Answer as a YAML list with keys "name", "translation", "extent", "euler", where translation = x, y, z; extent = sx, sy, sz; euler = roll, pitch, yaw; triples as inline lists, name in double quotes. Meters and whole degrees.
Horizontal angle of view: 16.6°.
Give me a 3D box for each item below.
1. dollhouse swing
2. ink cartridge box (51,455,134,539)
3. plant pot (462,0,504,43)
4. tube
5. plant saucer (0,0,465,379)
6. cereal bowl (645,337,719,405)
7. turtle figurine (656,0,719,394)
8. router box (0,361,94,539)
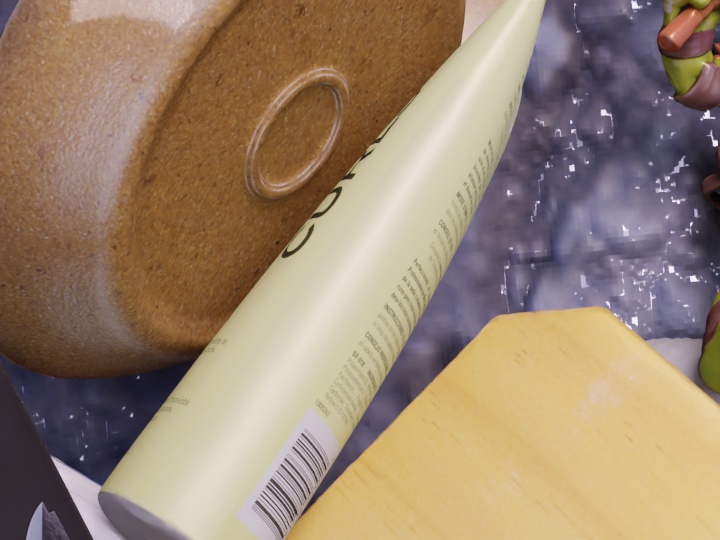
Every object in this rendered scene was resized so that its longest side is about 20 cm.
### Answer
- name: "dollhouse swing"
  translation: [0.079, 0.145, 0.720]
  extent: [0.200, 0.176, 0.182]
  euler: [-46, 142, -11]
- name: "ink cartridge box"
  translation: [-0.064, 0.152, 0.734]
  extent: [0.199, 0.076, 0.137]
  euler: [32, 80, -13]
- name: "plant pot"
  translation: [-0.001, -0.130, 0.737]
  extent: [0.199, 0.027, 0.201]
  euler: [-24, 138, -23]
- name: "tube"
  translation: [0.000, 0.000, 0.708]
  extent: [0.052, 0.058, 0.201]
  euler: [47, 68, -30]
- name: "plant saucer"
  translation: [-0.029, -0.047, 0.703]
  extent: [0.035, 0.201, 0.200]
  euler: [34, 74, 27]
- name: "cereal bowl"
  translation: [0.119, 0.121, 0.795]
  extent: [0.198, 0.083, 0.202]
  euler: [1, 87, -19]
- name: "turtle figurine"
  translation: [0.138, -0.030, 0.803]
  extent: [0.199, 0.064, 0.162]
  euler: [32, 46, -28]
- name: "router box"
  translation: [-0.118, 0.147, 0.622]
  extent: [0.157, 0.052, 0.201]
  euler: [-33, 106, -30]
